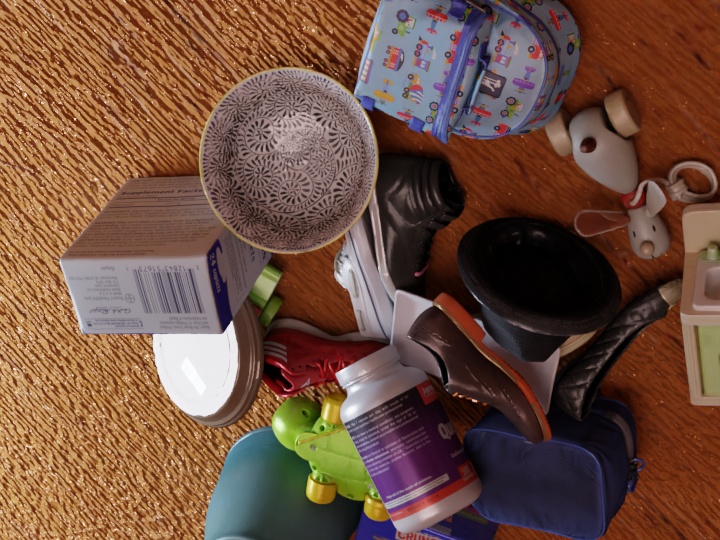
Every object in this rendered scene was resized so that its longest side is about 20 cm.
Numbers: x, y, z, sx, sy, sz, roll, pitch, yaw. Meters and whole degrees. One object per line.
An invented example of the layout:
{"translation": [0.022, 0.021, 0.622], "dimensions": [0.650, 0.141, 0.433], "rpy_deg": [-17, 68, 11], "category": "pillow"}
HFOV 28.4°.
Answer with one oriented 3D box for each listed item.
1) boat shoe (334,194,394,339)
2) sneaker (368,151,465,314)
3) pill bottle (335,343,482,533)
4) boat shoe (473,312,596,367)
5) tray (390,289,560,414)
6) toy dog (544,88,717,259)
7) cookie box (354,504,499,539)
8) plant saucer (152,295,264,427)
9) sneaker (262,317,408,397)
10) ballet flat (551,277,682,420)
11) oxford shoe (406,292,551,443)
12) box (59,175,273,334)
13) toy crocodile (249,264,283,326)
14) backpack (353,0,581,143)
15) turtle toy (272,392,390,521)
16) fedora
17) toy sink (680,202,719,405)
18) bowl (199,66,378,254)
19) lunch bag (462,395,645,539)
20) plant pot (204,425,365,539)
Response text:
{"translation": [0.000, 0.000, 1.653], "dimensions": [0.066, 0.074, 0.201], "rpy_deg": [-7, 117, 20], "category": "boat shoe"}
{"translation": [0.072, -0.040, 1.607], "dimensions": [0.098, 0.071, 0.201], "rpy_deg": [-1, 114, 25], "category": "sneaker"}
{"translation": [0.050, 0.190, 1.630], "dimensions": [0.112, 0.112, 0.201], "rpy_deg": [-29, 85, 30], "category": "pill bottle"}
{"translation": [0.176, 0.069, 1.636], "dimensions": [0.199, 0.071, 0.065], "rpy_deg": [-15, 114, 27], "category": "boat shoe"}
{"translation": [0.129, 0.089, 1.618], "dimensions": [0.199, 0.022, 0.108], "rpy_deg": [20, 130, 17], "category": "tray"}
{"translation": [0.271, -0.094, 1.495], "dimensions": [0.200, 0.096, 0.132], "rpy_deg": [41, 123, -8], "category": "toy dog"}
{"translation": [0.072, 0.385, 1.851], "dimensions": [0.170, 0.075, 0.201], "rpy_deg": [20, 123, 7], "category": "cookie box"}
{"translation": [-0.192, 0.093, 1.735], "dimensions": [0.199, 0.029, 0.202], "rpy_deg": [7, 99, 44], "category": "plant saucer"}
{"translation": [-0.034, 0.126, 1.713], "dimensions": [0.198, 0.116, 0.079], "rpy_deg": [8, 121, 14], "category": "sneaker"}
{"translation": [0.294, 0.085, 1.592], "dimensions": [0.200, 0.066, 0.057], "rpy_deg": [-48, 66, 18], "category": "ballet flat"}
{"translation": [0.130, 0.121, 1.563], "dimensions": [0.072, 0.071, 0.200], "rpy_deg": [-41, 92, -10], "category": "oxford shoe"}
{"translation": [-0.214, -0.021, 1.637], "dimensions": [0.182, 0.200, 0.106], "rpy_deg": [0, 121, 19], "category": "box"}
{"translation": [-0.153, 0.067, 1.751], "dimensions": [0.067, 0.062, 0.200], "rpy_deg": [34, 123, -3], "category": "toy crocodile"}
{"translation": [0.114, -0.214, 1.448], "dimensions": [0.199, 0.135, 0.183], "rpy_deg": [28, 123, 7], "category": "backpack"}
{"translation": [-0.017, 0.212, 1.762], "dimensions": [0.198, 0.101, 0.147], "rpy_deg": [15, 108, 9], "category": "turtle toy"}
{"translation": [0.184, 0.030, 1.535], "dimensions": [0.199, 0.201, 0.092], "rpy_deg": [18, 126, 8], "category": "fedora"}
{"translation": [0.406, 0.041, 1.494], "dimensions": [0.129, 0.112, 0.201], "rpy_deg": [0, 132, 18], "category": "toy sink"}
{"translation": [-0.071, -0.122, 1.579], "dimensions": [0.199, 0.094, 0.203], "rpy_deg": [1, 95, 9], "category": "bowl"}
{"translation": [0.233, 0.216, 1.664], "dimensions": [0.199, 0.132, 0.137], "rpy_deg": [9, 120, 27], "category": "lunch bag"}
{"translation": [-0.114, 0.334, 1.818], "dimensions": [0.198, 0.188, 0.201], "rpy_deg": [9, 122, 14], "category": "plant pot"}
